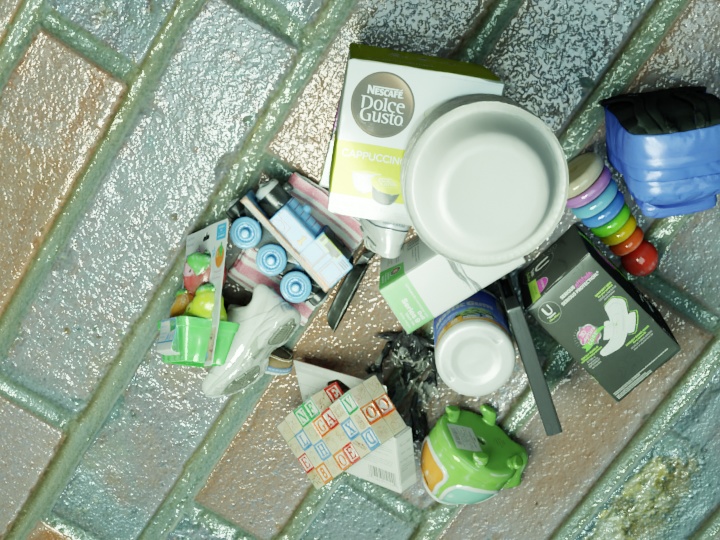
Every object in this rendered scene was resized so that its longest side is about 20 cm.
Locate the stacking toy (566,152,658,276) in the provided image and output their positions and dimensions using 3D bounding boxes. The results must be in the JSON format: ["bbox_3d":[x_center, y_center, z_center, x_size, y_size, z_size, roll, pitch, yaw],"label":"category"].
[{"bbox_3d":[0.367,-0.073,1.458,0.085,0.086,0.200,-39,108,14],"label":"stacking toy"}]

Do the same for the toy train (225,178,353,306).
[{"bbox_3d":[-0.102,-0.043,1.458,0.114,0.087,0.200,-42,97,6],"label":"toy train"}]

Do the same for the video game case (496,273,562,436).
[{"bbox_3d":[0.241,0.113,1.465,0.025,0.181,0.202,-18,107,7],"label":"video game case"}]

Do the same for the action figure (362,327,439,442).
[{"bbox_3d":[0.068,0.168,1.535,0.117,0.102,0.203,6,110,13],"label":"action figure"}]

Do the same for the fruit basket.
[{"bbox_3d":[-0.235,0.037,1.431,0.093,0.185,0.203,3,84,-27],"label":"fruit basket"}]

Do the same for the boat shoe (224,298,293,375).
[{"bbox_3d":[-0.183,0.088,1.534,0.199,0.072,0.073,30,106,-7],"label":"boat shoe"}]

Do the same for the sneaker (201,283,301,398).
[{"bbox_3d":[-0.173,0.102,1.478,0.200,0.078,0.100,-48,63,16],"label":"sneaker"}]

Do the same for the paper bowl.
[{"bbox_3d":[0.148,-0.102,1.197,0.198,0.105,0.203,-1,108,-2],"label":"paper bowl"}]

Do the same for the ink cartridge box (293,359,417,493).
[{"bbox_3d":[-0.009,0.226,1.523,0.199,0.044,0.178,11,116,43],"label":"ink cartridge box"}]

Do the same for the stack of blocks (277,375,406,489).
[{"bbox_3d":[-0.031,0.228,1.469,0.116,0.058,0.200,56,138,9],"label":"stack of blocks"}]

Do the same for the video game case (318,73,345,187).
[{"bbox_3d":[0.055,-0.187,1.452,0.197,0.036,0.183,13,108,-2],"label":"video game case"}]

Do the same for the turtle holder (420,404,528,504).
[{"bbox_3d":[0.172,0.292,1.564,0.141,0.185,0.132,46,120,23],"label":"turtle holder"}]

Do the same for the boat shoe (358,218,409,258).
[{"bbox_3d":[0.026,-0.058,1.406,0.073,0.200,0.066,10,99,-3],"label":"boat shoe"}]

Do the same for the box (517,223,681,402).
[{"bbox_3d":[0.341,0.059,1.460,0.124,0.149,0.200,-43,102,16],"label":"box"}]

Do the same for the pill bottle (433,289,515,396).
[{"bbox_3d":[0.160,0.090,1.451,0.110,0.200,0.114,1,109,2],"label":"pill bottle"}]

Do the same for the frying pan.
[{"bbox_3d":[-0.003,0.005,1.477,0.031,0.115,0.192,26,107,2],"label":"frying pan"}]

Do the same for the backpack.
[{"bbox_3d":[0.428,-0.158,1.359,0.160,0.200,0.170,-13,107,6],"label":"backpack"}]

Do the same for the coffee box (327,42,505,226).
[{"bbox_3d":[0.066,-0.181,1.329,0.197,0.200,0.200,9,107,-3],"label":"coffee box"}]

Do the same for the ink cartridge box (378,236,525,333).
[{"bbox_3d":[0.130,-0.014,1.447,0.199,0.146,0.084,-32,104,12],"label":"ink cartridge box"}]

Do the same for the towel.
[{"bbox_3d":[-0.093,-0.029,1.514,0.146,0.030,0.201,33,107,-7],"label":"towel"}]
